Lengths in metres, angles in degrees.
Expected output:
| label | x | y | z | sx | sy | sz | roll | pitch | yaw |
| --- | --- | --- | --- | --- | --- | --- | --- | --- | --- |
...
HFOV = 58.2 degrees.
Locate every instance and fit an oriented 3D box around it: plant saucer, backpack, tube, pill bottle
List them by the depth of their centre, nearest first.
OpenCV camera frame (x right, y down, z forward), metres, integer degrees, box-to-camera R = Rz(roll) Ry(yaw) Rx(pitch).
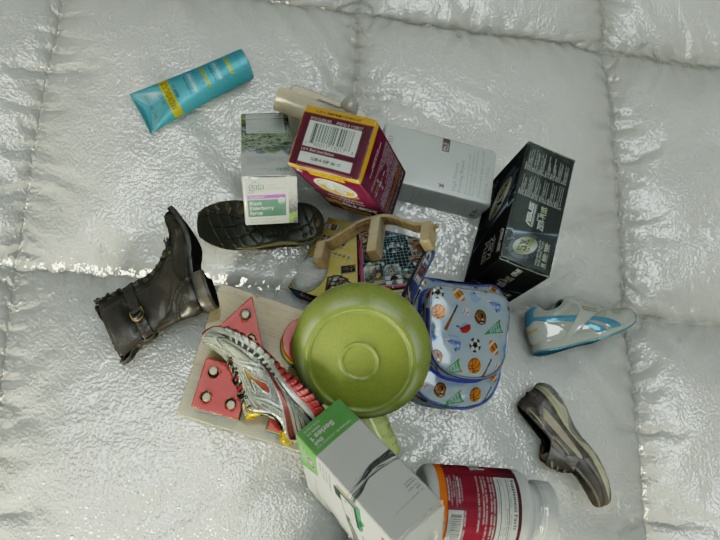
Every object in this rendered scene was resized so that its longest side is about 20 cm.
| label | x | y | z | sx | sy | sz | roll | pitch | yaw |
| --- | --- | --- | --- | --- | --- | --- | --- | --- | --- |
| plant saucer | 0.000 | 0.118 | 0.883 | 0.194 | 0.031 | 0.206 | 1 | 107 | 4 |
| pill bottle | 0.178 | 0.344 | 0.934 | 0.194 | 0.113 | 0.116 | 7 | 73 | -10 |
| tube | 0.000 | 0.184 | 0.965 | 0.051 | 0.058 | 0.204 | -20 | 83 | -24 |
| backpack | 0.136 | 0.112 | 0.977 | 0.194 | 0.154 | 0.196 | 7 | 83 | -12 |
| tube | -0.273 | -0.299 | 1.064 | 0.197 | 0.051 | 0.078 | -30 | 74 | -12 |

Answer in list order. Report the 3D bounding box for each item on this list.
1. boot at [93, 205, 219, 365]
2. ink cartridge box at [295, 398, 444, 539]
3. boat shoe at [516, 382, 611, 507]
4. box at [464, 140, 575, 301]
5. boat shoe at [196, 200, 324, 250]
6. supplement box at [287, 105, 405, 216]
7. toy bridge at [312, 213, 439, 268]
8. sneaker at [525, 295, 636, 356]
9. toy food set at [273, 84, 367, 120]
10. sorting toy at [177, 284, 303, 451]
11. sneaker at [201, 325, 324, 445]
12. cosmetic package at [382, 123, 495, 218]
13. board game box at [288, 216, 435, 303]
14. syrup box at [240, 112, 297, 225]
| label | x | y | z | sx | sy | sz | roll | pitch | yaw |
| --- | --- | --- | --- | --- | --- | --- | --- | --- | --- |
| boot | -0.313 | 0.016 | 0.952 | 0.171 | 0.070 | 0.203 | -24 | 65 | -4 |
| ink cartridge box | 0.011 | 0.294 | 0.850 | 0.083 | 0.149 | 0.199 | -32 | 49 | -25 |
| boat shoe | 0.311 | 0.278 | 1.007 | 0.072 | 0.075 | 0.203 | -28 | 72 | -7 |
| box | 0.251 | -0.071 | 1.037 | 0.084 | 0.164 | 0.205 | 20 | 72 | -5 |
| boat shoe | -0.152 | -0.063 | 1.004 | 0.194 | 0.074 | 0.078 | 2 | 82 | 1 |
| supplement box | -0.013 | -0.148 | 0.936 | 0.108 | 0.200 | 0.088 | 17 | 84 | 18 |
| toy bridge | 0.024 | -0.049 | 0.952 | 0.195 | 0.027 | 0.069 | -9 | 53 | 25 |
| sneaker | 0.365 | 0.081 | 1.065 | 0.195 | 0.077 | 0.083 | -10 | 74 | -16 |
| toy food set | -0.055 | -0.260 | 1.026 | 0.140 | 0.200 | 0.062 | 20 | 105 | -5 |
| sorting toy | -0.144 | 0.138 | 0.950 | 0.195 | 0.070 | 0.204 | 17 | 72 | -6 |
| sneaker | -0.141 | 0.152 | 0.869 | 0.199 | 0.078 | 0.082 | 42 | 72 | 3 |
| cosmetic package | 0.121 | -0.165 | 1.086 | 0.194 | 0.074 | 0.105 | 12 | 73 | -9 |
| board game box | 0.000 | 0.000 | 0.974 | 0.197 | 0.035 | 0.137 | 16 | 67 | 37 |
| syrup box | -0.139 | -0.157 | 0.974 | 0.076 | 0.083 | 0.202 | -4 | 40 | -8 |
